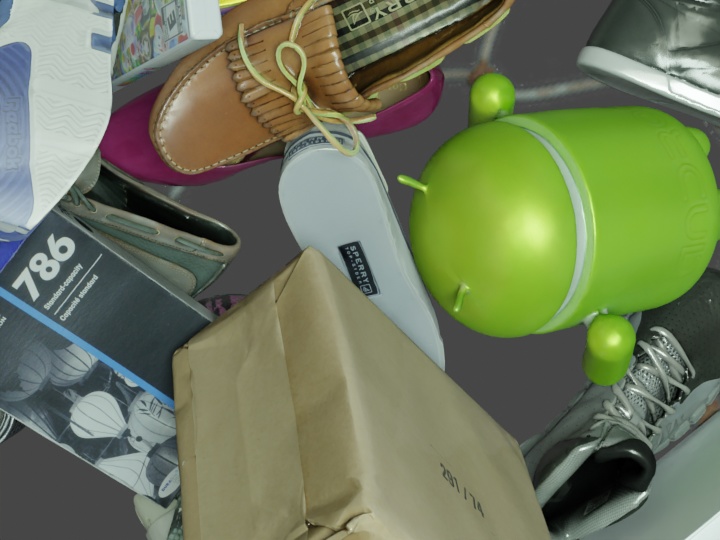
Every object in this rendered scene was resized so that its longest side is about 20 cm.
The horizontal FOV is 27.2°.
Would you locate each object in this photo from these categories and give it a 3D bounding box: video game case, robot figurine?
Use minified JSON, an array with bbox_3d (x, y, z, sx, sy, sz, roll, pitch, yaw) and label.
[{"bbox_3d":[-0.123,-0.172,0.773,0.018,0.200,0.144,-7,90,-27],"label":"video game case"},{"bbox_3d":[0.112,-0.029,0.807,0.199,0.116,0.176,-10,68,-35],"label":"robot figurine"}]

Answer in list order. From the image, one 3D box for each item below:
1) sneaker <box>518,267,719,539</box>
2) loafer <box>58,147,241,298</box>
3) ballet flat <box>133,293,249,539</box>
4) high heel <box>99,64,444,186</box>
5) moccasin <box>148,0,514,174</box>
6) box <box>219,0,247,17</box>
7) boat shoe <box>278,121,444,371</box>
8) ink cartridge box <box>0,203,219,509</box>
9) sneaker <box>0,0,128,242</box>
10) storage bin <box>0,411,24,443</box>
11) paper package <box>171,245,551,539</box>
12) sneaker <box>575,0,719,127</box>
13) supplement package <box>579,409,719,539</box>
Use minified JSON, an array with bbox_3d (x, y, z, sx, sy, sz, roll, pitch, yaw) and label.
[{"bbox_3d":[0.160,0.083,0.833,0.075,0.115,0.200,40,86,-3],"label":"sneaker"},{"bbox_3d":[-0.145,-0.046,0.788,0.063,0.072,0.200,-33,135,21],"label":"loafer"},{"bbox_3d":[-0.088,0.111,0.841,0.071,0.069,0.201,9,84,13],"label":"ballet flat"},{"bbox_3d":[-0.054,-0.092,0.825,0.199,0.096,0.068,-15,91,-5],"label":"high heel"},{"bbox_3d":[-0.013,-0.104,0.732,0.201,0.078,0.074,-23,123,2],"label":"moccasin"},{"bbox_3d":[-0.031,-0.233,0.815,0.175,0.097,0.201,-12,82,-5],"label":"box"},{"bbox_3d":[0.000,0.000,0.830,0.071,0.070,0.201,-14,123,9],"label":"boat shoe"},{"bbox_3d":[-0.146,0.032,0.751,0.200,0.039,0.100,37,92,-30],"label":"ink cartridge box"},{"bbox_3d":[-0.150,-0.102,0.714,0.080,0.115,0.200,19,75,-8],"label":"sneaker"},{"bbox_3d":[-0.266,0.009,0.807,0.134,0.094,0.201,-14,90,-5],"label":"storage bin"},{"bbox_3d":[0.009,0.121,0.726,0.103,0.191,0.200,-34,127,17],"label":"paper package"},{"bbox_3d":[0.235,-0.128,0.864,0.199,0.071,0.100,22,92,0],"label":"sneaker"},{"bbox_3d":[0.249,0.187,0.821,0.150,0.152,0.200,-38,93,-4],"label":"supplement package"}]
